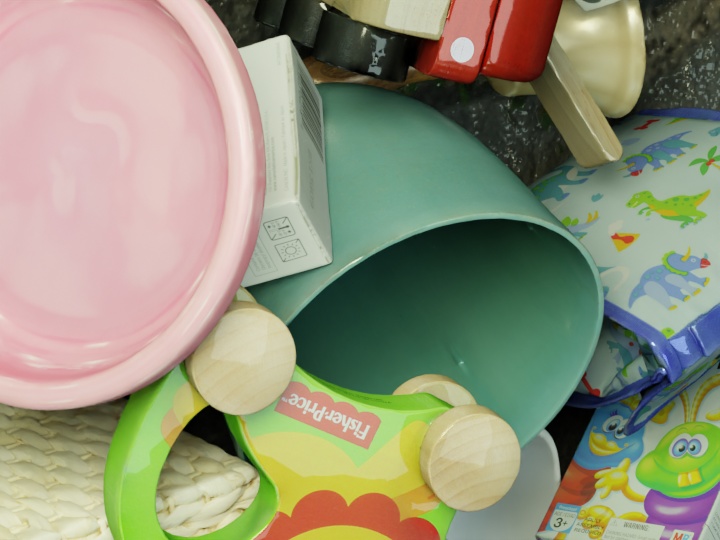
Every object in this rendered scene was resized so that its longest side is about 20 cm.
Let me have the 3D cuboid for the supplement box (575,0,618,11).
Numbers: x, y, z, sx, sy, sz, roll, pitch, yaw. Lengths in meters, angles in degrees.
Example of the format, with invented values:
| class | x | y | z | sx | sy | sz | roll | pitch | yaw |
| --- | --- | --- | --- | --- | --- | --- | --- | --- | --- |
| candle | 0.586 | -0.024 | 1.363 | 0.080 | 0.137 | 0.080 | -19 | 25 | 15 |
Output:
| class | x | y | z | sx | sy | sz | roll | pitch | yaw |
| --- | --- | --- | --- | --- | --- | --- | --- | --- | --- |
| supplement box | 0.123 | -0.256 | 1.184 | 0.126 | 0.073 | 0.201 | 38 | 51 | -36 |

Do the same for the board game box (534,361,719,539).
| class | x | y | z | sx | sy | sz | roll | pitch | yaw |
| --- | --- | --- | --- | --- | --- | --- | --- | --- | --- |
| board game box | 0.200 | 0.112 | 1.338 | 0.201 | 0.102 | 0.105 | -60 | 138 | -30 |

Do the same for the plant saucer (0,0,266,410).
| class | x | y | z | sx | sy | sz | roll | pitch | yaw |
| --- | --- | --- | --- | --- | --- | --- | --- | --- | --- |
| plant saucer | -0.125 | -0.042 | 0.974 | 0.051 | 0.199 | 0.202 | 0 | 107 | -65 |

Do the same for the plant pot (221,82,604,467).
| class | x | y | z | sx | sy | sz | roll | pitch | yaw |
| --- | --- | --- | --- | --- | --- | --- | --- | --- | --- |
| plant pot | 0.000 | 0.000 | 1.156 | 0.199 | 0.161 | 0.202 | -17 | 137 | -17 |

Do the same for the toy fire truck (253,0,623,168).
| class | x | y | z | sx | sy | sz | roll | pitch | yaw |
| --- | --- | --- | --- | --- | --- | --- | --- | --- | --- |
| toy fire truck | 0.061 | -0.123 | 1.127 | 0.198 | 0.176 | 0.130 | 11 | 101 | -20 |

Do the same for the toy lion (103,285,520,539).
| class | x | y | z | sx | sy | sz | roll | pitch | yaw |
| --- | --- | --- | --- | --- | --- | --- | --- | --- | --- |
| toy lion | -0.030 | 0.125 | 1.027 | 0.199 | 0.069 | 0.193 | 25 | 94 | -26 |

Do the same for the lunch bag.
| class | x | y | z | sx | sy | sz | roll | pitch | yaw |
| --- | --- | --- | --- | --- | --- | --- | --- | --- | --- |
| lunch bag | 0.172 | -0.003 | 1.262 | 0.170 | 0.200 | 0.128 | -36 | 108 | -21 |

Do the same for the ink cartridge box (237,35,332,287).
| class | x | y | z | sx | sy | sz | roll | pitch | yaw |
| --- | --- | --- | --- | --- | --- | --- | --- | --- | --- |
| ink cartridge box | -0.115 | -0.031 | 1.071 | 0.198 | 0.110 | 0.050 | -16 | 137 | 13 |

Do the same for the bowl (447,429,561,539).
| class | x | y | z | sx | sy | sz | roll | pitch | yaw |
| --- | --- | --- | --- | --- | --- | --- | --- | --- | --- |
| bowl | 0.016 | 0.176 | 1.298 | 0.199 | 0.074 | 0.201 | -6 | 108 | -32 |

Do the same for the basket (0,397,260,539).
| class | x | y | z | sx | sy | sz | roll | pitch | yaw |
| --- | --- | --- | --- | --- | --- | --- | --- | --- | --- |
| basket | -0.162 | 0.168 | 1.097 | 0.197 | 0.200 | 0.162 | -14 | 110 | -31 |

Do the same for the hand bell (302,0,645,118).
| class | x | y | z | sx | sy | sz | roll | pitch | yaw |
| --- | --- | --- | --- | --- | --- | --- | --- | --- | --- |
| hand bell | 0.043 | -0.116 | 1.232 | 0.198 | 0.104 | 0.105 | -13 | 112 | -18 |
